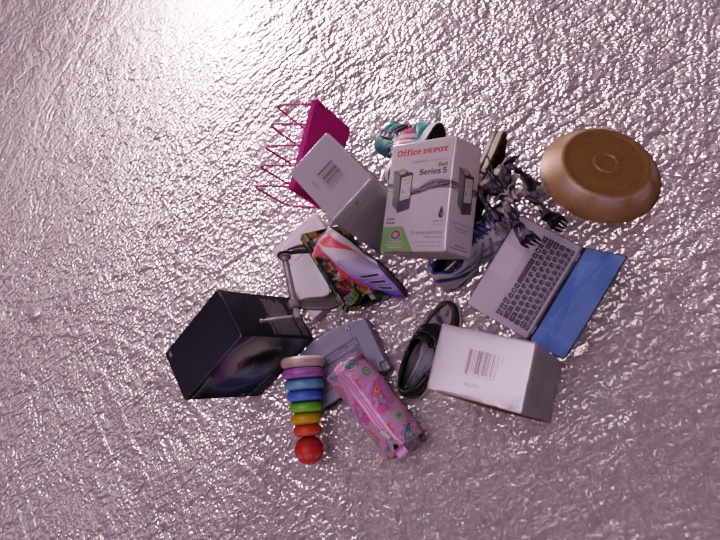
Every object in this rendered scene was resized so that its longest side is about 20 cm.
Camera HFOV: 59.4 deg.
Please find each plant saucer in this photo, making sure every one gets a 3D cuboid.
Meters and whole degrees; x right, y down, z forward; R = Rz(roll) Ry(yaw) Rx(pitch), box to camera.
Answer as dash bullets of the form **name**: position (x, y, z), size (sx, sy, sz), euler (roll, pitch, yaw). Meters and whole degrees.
- **plant saucer**: position (0.404, -0.170, 1.050), size (0.200, 0.035, 0.200), euler (0, 61, 1)

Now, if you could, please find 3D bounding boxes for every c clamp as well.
- **c clamp**: position (-0.117, 0.017, 1.246), size (0.171, 0.027, 0.200), euler (0, 49, -12)

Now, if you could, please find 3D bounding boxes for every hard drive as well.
- **hard drive**: position (-0.094, -0.009, 1.343), size (0.132, 0.027, 0.200), euler (-42, 59, 12)

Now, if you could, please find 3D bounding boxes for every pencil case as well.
- **pencil case**: position (0.027, 0.247, 1.139), size (0.087, 0.087, 0.200), euler (-42, 73, 12)

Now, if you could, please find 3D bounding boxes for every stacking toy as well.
- **stacking toy**: position (-0.106, 0.265, 1.200), size (0.085, 0.085, 0.200), euler (-10, 76, 27)

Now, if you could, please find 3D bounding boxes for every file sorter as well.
- **file sorter**: position (-0.130, -0.247, 1.369), size (0.125, 0.139, 0.200), euler (7, 79, 32)

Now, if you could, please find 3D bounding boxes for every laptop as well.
- **laptop**: position (0.301, 0.019, 1.055), size (0.200, 0.116, 0.187), euler (32, 91, 22)

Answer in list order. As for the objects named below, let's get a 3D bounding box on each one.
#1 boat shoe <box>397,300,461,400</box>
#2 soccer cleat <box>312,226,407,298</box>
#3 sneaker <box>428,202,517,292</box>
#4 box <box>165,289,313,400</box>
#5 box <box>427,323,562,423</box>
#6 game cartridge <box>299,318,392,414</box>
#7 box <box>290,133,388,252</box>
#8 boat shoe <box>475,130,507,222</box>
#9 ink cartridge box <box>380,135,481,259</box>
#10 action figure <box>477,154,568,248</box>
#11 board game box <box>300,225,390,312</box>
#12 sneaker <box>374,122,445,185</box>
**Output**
- **boat shoe**: position (0.120, 0.141, 1.152), size (0.074, 0.066, 0.199), euler (31, 91, 33)
- **soccer cleat**: position (0.000, 0.000, 1.223), size (0.200, 0.068, 0.073), euler (38, 89, -3)
- **sneaker**: position (0.207, -0.046, 1.148), size (0.200, 0.088, 0.075), euler (-51, 56, 5)
- **box**: position (-0.240, 0.152, 1.254), size (0.200, 0.198, 0.123), euler (-47, 57, 24)
- **box**: position (0.220, 0.168, 1.008), size (0.152, 0.200, 0.106), euler (9, 78, 31)
- **game cartridge**: position (-0.044, 0.187, 1.250), size (0.200, 0.040, 0.133), euler (-34, 65, 16)
- **box**: position (-0.012, -0.146, 1.226), size (0.106, 0.200, 0.152), euler (-46, 59, 8)
- **boat shoe**: position (0.216, -0.175, 1.191), size (0.065, 0.073, 0.200), euler (22, 87, 27)
- **ink cartridge box**: position (0.124, -0.124, 1.113), size (0.145, 0.084, 0.200), euler (1, 82, 43)
- **action figure**: position (0.265, -0.118, 1.092), size (0.119, 0.102, 0.200), euler (-37, 43, 12)
- **board game box**: position (-0.032, -0.009, 1.270), size (0.200, 0.105, 0.023), euler (56, 144, 29)
- **sneaker**: position (0.072, -0.235, 1.253), size (0.121, 0.084, 0.200), euler (10, 42, 36)
